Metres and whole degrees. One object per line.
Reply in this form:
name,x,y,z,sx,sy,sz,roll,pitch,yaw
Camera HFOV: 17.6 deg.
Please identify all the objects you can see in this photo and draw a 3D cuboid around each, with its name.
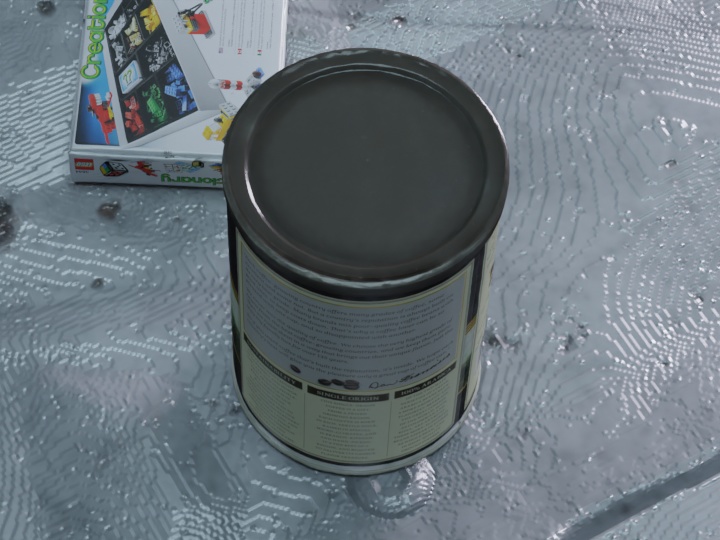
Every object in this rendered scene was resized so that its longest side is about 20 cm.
coffee can,0.000,0.000,1.246,0.145,0.201,0.147,1,57,-1
board game box,-0.108,-0.143,1.430,0.125,0.035,0.201,3,58,-1
